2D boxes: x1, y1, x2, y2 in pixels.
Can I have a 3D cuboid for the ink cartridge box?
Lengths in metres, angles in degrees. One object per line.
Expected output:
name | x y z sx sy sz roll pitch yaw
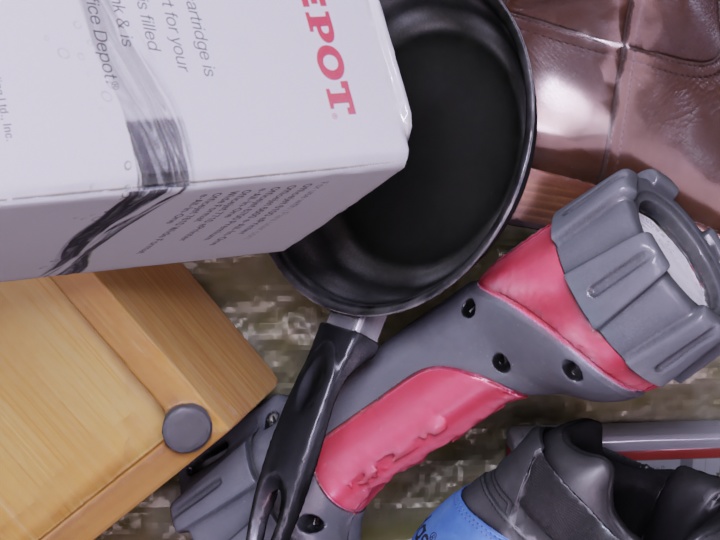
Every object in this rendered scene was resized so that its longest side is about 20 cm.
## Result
ink cartridge box | -0.102 -0.076 0.776 0.199 0.084 0.146 -7 74 -34

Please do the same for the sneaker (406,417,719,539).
sneaker | 0.110 0.133 0.931 0.200 0.077 0.111 41 107 -12

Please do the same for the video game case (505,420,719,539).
video game case | 0.118 0.150 0.989 0.142 0.017 0.201 -1 108 -9

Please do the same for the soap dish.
soap dish | -0.143 0.019 0.870 0.157 0.081 0.200 -38 111 4

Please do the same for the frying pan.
frying pan | 0.013 -0.005 0.860 0.031 0.114 0.191 15 68 -49

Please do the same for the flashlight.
flashlight | 0.029 0.046 0.884 0.200 0.068 0.068 -38 109 23

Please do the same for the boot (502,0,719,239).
boot | 0.129 -0.106 0.889 0.185 0.064 0.201 6 102 -13
